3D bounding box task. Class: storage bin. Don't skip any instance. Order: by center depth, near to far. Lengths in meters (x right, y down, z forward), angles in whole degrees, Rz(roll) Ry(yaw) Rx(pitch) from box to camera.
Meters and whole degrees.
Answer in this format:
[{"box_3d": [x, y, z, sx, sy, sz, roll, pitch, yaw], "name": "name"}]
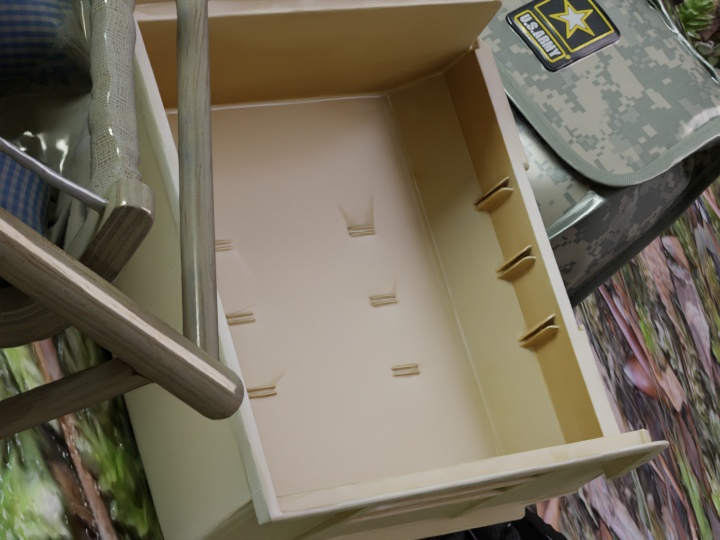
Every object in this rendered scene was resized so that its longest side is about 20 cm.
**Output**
[{"box_3d": [0.000, 0.000, 1.045, 0.197, 0.094, 0.201, -7, 71, -34], "name": "storage bin"}]

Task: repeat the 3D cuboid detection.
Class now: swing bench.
[{"box_3d": [-0.133, -0.070, 0.766, 0.200, 0.129, 0.200, -96, 159, -46], "name": "swing bench"}]

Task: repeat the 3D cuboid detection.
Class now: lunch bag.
[{"box_3d": [0.062, -0.065, 1.265, 0.164, 0.200, 0.118, 50, 6, 20], "name": "lunch bag"}]

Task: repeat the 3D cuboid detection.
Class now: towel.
[{"box_3d": [-0.024, -0.017, 1.137, 0.147, 0.037, 0.201, 10, 50, -28], "name": "towel"}]

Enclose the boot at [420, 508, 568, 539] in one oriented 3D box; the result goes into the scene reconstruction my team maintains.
[{"box_3d": [0.061, 0.169, 1.255, 0.211, 0.079, 0.158, 50, 14, -25], "name": "boot"}]
